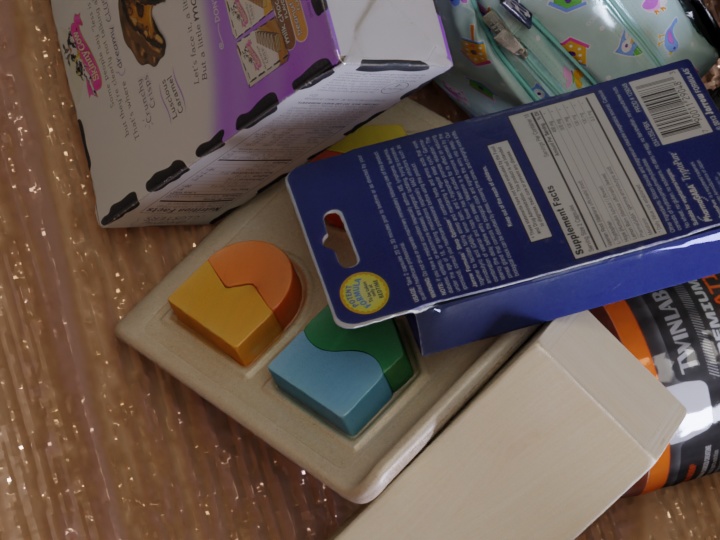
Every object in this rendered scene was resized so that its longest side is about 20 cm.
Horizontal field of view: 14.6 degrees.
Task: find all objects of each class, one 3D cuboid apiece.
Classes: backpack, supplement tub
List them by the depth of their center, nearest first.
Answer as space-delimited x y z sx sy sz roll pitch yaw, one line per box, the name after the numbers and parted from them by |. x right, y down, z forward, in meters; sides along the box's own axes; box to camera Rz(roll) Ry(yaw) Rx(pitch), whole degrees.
0.158 0.047 1.352 0.199 0.107 0.107 -16 78 -12 | supplement tub
0.079 -0.140 1.360 0.127 0.167 0.200 -45 118 0 | backpack

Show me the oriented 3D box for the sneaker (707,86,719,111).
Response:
0.190 -0.080 1.381 0.077 0.084 0.200 54 33 -20 | sneaker

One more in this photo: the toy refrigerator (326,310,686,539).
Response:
0.052 0.110 1.281 0.076 0.070 0.200 44 117 2 | toy refrigerator

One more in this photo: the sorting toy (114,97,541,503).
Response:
0.000 0.000 1.318 0.185 0.037 0.200 -45 46 -16 | sorting toy

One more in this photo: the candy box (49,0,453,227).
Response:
-0.062 -0.132 1.314 0.071 0.200 0.168 -2 71 -40 | candy box

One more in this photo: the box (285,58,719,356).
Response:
0.074 -0.027 1.263 0.199 0.033 0.121 -14 41 -5 | box
